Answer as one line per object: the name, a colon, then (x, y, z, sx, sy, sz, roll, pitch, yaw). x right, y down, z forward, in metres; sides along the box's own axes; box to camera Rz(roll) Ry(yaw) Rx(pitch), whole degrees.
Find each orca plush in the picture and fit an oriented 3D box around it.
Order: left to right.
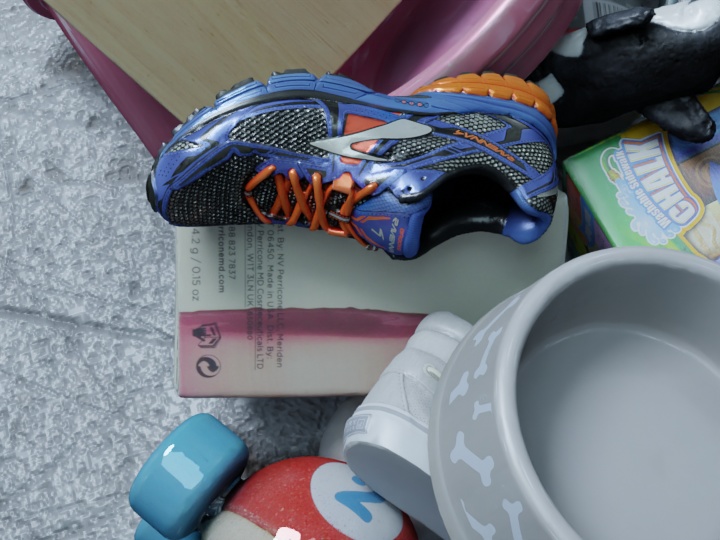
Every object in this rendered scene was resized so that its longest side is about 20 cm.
orca plush: (0.177, -0.101, 0.678, 0.200, 0.105, 0.071, -13, 87, -1)

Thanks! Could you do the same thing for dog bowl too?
dog bowl: (0.133, 0.077, 0.572, 0.200, 0.059, 0.200, 8, 58, -13)

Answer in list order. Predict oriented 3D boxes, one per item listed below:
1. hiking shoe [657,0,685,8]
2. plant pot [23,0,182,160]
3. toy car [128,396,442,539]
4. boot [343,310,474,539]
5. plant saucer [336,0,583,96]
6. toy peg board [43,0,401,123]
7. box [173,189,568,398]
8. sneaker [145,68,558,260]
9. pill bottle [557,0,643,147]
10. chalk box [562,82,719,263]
hiking shoe: (0.258, -0.191, 0.809, 0.087, 0.074, 0.200, 37, 80, 21)
plant pot: (-0.104, -0.171, 0.812, 0.200, 0.200, 0.179, -25, 83, 0)
toy car: (0.010, 0.117, 0.696, 0.184, 0.177, 0.200, 37, 67, 9)
boot: (0.092, 0.103, 0.621, 0.200, 0.074, 0.096, 40, 59, -9)
plant saucer: (0.053, -0.143, 0.700, 0.201, 0.051, 0.201, -38, 29, 25)
toy peg board: (-0.075, -0.196, 0.697, 0.200, 0.098, 0.199, 42, 93, -16)
box: (0.000, 0.000, 0.706, 0.200, 0.128, 0.109, 0, 103, -5)
sneaker: (0.002, -0.043, 0.595, 0.200, 0.075, 0.078, -7, 55, -9)
pill bottle: (0.115, -0.189, 0.812, 0.114, 0.114, 0.200, -6, 68, 7)
chalk box: (0.190, -0.014, 0.728, 0.200, 0.124, 0.124, -25, 68, -2)
